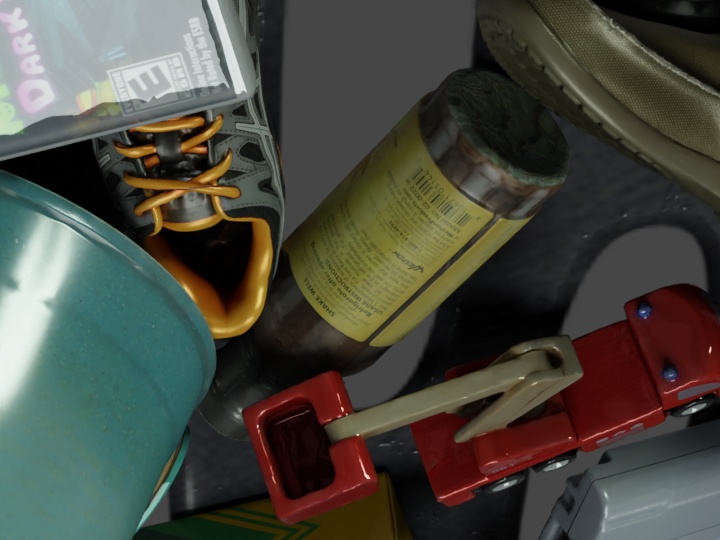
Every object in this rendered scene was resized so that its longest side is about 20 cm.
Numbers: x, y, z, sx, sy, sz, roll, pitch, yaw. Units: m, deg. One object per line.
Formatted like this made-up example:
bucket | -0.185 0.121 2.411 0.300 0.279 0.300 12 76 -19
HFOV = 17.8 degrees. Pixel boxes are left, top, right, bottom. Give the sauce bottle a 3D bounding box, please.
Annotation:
sauce bottle | 0.000 0.000 0.925 0.065 0.065 0.200 22 132 -32

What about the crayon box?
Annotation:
crayon box | -0.036 0.165 1.128 0.199 0.052 0.126 -13 141 6

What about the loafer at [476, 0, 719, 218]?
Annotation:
loafer | 0.128 -0.065 0.869 0.200 0.076 0.068 32 92 -30

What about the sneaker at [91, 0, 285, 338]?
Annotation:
sneaker | -0.066 -0.055 0.837 0.078 0.077 0.200 -13 139 8

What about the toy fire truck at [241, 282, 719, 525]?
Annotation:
toy fire truck | 0.061 0.053 0.958 0.199 0.049 0.141 -22 164 5

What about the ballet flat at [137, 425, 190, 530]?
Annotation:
ballet flat | -0.150 0.119 1.043 0.063 0.069 0.200 28 129 -18

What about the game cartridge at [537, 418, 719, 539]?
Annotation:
game cartridge | 0.132 0.155 1.119 0.133 0.041 0.200 -15 141 -34

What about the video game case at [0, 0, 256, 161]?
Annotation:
video game case | -0.146 -0.122 0.737 0.181 0.023 0.201 -13 123 6

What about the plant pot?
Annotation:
plant pot | -0.175 0.085 0.845 0.199 0.189 0.200 13 150 8
